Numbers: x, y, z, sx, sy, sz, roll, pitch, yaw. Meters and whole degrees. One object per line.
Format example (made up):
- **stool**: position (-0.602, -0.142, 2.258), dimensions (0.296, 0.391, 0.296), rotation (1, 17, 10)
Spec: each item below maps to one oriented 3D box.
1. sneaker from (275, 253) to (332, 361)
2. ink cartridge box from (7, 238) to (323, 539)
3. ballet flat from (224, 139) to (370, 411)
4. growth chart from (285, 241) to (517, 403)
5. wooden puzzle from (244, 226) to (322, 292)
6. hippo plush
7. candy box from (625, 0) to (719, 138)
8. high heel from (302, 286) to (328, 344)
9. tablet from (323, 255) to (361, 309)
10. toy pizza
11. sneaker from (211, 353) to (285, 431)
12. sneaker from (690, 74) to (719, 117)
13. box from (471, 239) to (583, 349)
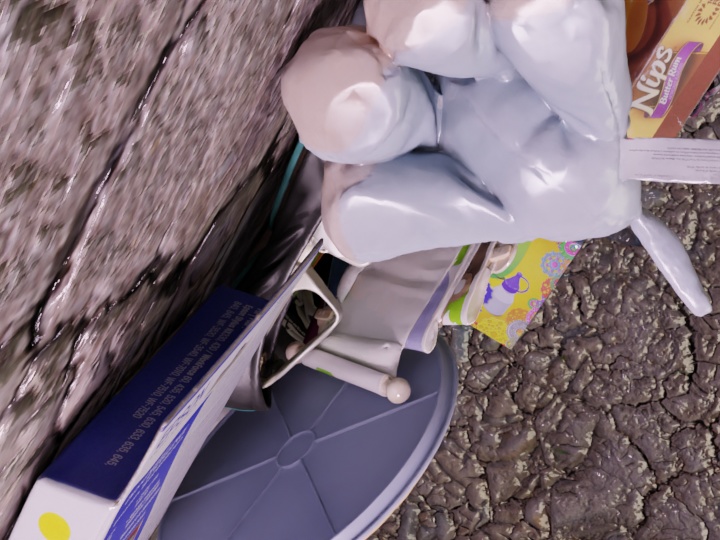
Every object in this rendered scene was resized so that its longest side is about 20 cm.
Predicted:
- **sneaker**: position (-0.033, 0.023, 1.004), dimensions (0.089, 0.074, 0.200), rotation (-64, 179, -53)
- **ink cartridge box**: position (-0.105, 0.087, 0.608), dimensions (0.200, 0.047, 0.198), rotation (-62, 176, 27)
- **ballet flat**: position (-0.030, -0.007, 0.720), dimensions (0.200, 0.068, 0.068), rotation (-61, 175, 17)
- **growth chart**: position (0.044, -0.016, 0.715), dimensions (0.200, 0.018, 0.145), rotation (-55, -151, -6)
- **wooden puzzle**: position (-0.016, -0.053, 0.864), dimensions (0.200, 0.037, 0.185), rotation (-60, 178, -9)
- **hippo plush**: position (0.067, -0.098, 0.587), dimensions (0.161, 0.199, 0.160), rotation (-87, -175, -53)
- **candy box**: position (0.125, -0.172, 0.692), dimensions (0.117, 0.056, 0.200), rotation (-60, -138, 30)
- **high heel**: position (0.000, 0.000, 0.903), dimensions (0.096, 0.067, 0.200), rotation (-30, -155, 33)
- **tablet**: position (0.054, -0.047, 0.789), dimensions (0.200, 0.014, 0.130), rotation (-37, -158, 24)
- **toy pizza**: position (-0.027, 0.107, 0.708), dimensions (0.200, 0.032, 0.200), rotation (-31, -155, 16)
- **sneaker**: position (-0.093, 0.102, 0.907), dimensions (0.099, 0.078, 0.200), rotation (-50, 174, 6)
- **sneaker**: position (0.213, -0.133, 0.905), dimensions (0.081, 0.075, 0.200), rotation (-60, 177, 31)
- **box**: position (0.097, -0.066, 1.171), dimensions (0.122, 0.200, 0.193), rotation (-60, 178, 29)
